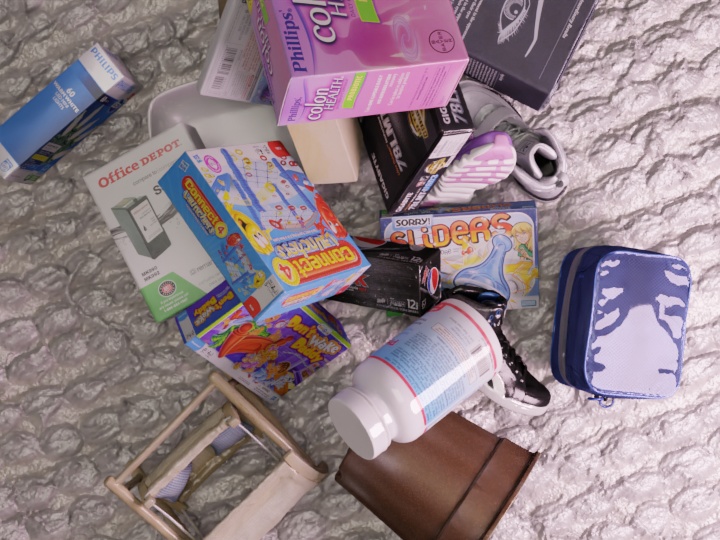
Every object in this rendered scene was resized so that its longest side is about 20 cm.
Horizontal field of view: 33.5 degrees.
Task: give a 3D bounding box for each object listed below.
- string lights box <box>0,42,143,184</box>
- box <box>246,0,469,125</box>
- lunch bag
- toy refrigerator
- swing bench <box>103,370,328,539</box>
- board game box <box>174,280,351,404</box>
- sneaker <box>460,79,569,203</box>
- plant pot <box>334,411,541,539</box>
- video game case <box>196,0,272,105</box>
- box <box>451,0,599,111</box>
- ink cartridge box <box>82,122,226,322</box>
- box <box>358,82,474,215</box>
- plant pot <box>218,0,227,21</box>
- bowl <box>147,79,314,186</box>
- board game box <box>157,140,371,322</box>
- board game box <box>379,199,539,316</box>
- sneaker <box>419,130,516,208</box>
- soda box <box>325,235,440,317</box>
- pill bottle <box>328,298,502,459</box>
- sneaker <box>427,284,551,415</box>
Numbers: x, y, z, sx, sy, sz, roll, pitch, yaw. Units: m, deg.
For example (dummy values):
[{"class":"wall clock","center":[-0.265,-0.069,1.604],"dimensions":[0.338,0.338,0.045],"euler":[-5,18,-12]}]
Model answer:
[{"class":"string lights box","center":[-0.382,-0.199,1.531],"dimensions":[0.199,0.103,0.059],"euler":[-40,88,3]},{"class":"box","center":[-0.008,-0.265,1.285],"dimensions":[0.198,0.097,0.178],"euler":[-9,69,-16]},{"class":"lunch bag","center":[0.317,0.072,1.485],"dimensions":[0.134,0.132,0.203],"euler":[8,90,-13]},{"class":"toy refrigerator","center":[-0.054,-0.195,1.418],"dimensions":[0.069,0.201,0.077],"euler":[-2,55,13]},{"class":"swing bench","center":[-0.177,0.261,1.515],"dimensions":[0.199,0.130,0.200],"euler":[-45,89,2]},{"class":"board game box","center":[-0.116,0.076,1.474],"dimensions":[0.134,0.200,0.045],"euler":[-36,52,9]},{"class":"sneaker","center":[0.188,-0.168,1.493],"dimensions":[0.075,0.115,0.200],"euler":[-45,89,0]},{"class":"plant pot","center":[0.088,0.252,1.477],"dimensions":[0.197,0.200,0.201],"euler":[35,93,9]},{"class":"video game case","center":[-0.079,-0.278,1.407],"dimensions":[0.180,0.024,0.201],"euler":[4,132,-29]},{"class":"box","center":[0.177,-0.313,1.492],"dimensions":[0.198,0.104,0.149],"euler":[28,86,2]},{"class":"ink cartridge box","center":[-0.227,-0.059,1.463],"dimensions":[0.145,0.084,0.202],"euler":[-28,90,4]},{"class":"box","center":[0.053,-0.201,1.437],"dimensions":[0.049,0.199,0.202],"euler":[-8,69,-24]},{"class":"plant pot","center":[-0.095,-0.370,1.435],"dimensions":[0.185,0.200,0.190],"euler":[-2,65,4]},{"class":"bowl","center":[-0.162,-0.146,1.535],"dimensions":[0.197,0.075,0.202],"euler":[-12,90,2]},{"class":"board game box","center":[-0.106,-0.052,1.381],"dimensions":[0.056,0.199,0.197],"euler":[-42,78,28]},{"class":"board game box","center":[0.126,-0.015,1.519],"dimensions":[0.197,0.035,0.137],"euler":[-4,111,3]},{"class":"sneaker","center":[0.123,-0.140,1.471],"dimensions":[0.079,0.200,0.090],"euler":[4,74,-20]},{"class":"soda box","center":[0.000,0.000,1.488],"dimensions":[0.198,0.063,0.072],"euler":[9,114,27]},{"class":"pill bottle","center":[0.062,0.128,1.391],"dimensions":[0.199,0.109,0.109],"euler":[-34,89,-26]},{"class":"sneaker","center":[0.174,0.094,1.498],"dimensions":[0.199,0.073,0.112],"euler":[30,115,-6]}]
